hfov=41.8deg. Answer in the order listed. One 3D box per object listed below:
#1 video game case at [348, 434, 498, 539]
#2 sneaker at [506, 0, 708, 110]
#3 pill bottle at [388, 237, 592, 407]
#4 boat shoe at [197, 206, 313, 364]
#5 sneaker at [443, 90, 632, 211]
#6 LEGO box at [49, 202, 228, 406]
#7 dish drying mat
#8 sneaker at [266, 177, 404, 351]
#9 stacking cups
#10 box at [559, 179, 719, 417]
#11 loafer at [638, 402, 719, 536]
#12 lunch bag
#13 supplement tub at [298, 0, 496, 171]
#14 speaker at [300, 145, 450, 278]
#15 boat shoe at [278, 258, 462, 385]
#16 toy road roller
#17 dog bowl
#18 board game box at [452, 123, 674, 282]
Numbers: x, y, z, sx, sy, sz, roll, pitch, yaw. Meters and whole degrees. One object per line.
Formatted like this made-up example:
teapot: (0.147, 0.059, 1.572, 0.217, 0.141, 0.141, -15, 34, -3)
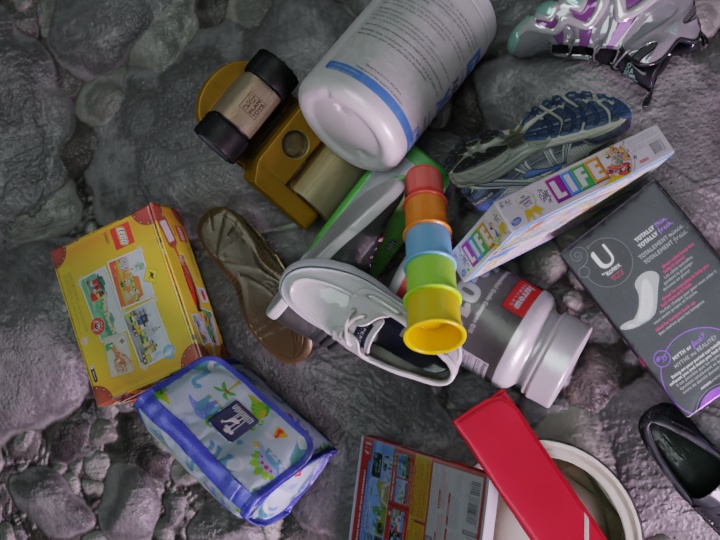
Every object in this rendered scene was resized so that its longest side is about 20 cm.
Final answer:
video game case: (0.061, 0.265, 0.997, 0.199, 0.017, 0.145, 6, 89, 50)
sneaker: (0.263, -0.228, 0.988, 0.198, 0.078, 0.141, -21, 81, 15)
pill bottle: (0.134, 0.051, 0.992, 0.199, 0.114, 0.115, 30, 95, 16)
boat shoe: (-0.112, 0.012, 1.093, 0.074, 0.066, 0.201, -29, 92, 12)
sneaker: (0.194, -0.123, 1.006, 0.198, 0.085, 0.077, -19, 39, 16)
LEGO box: (-0.265, 0.042, 1.131, 0.148, 0.077, 0.202, -22, 81, 14)
dish drying mat: (0.173, 0.214, 0.921, 0.201, 0.076, 0.018, 56, 146, 12)
sneaker: (0.000, 0.000, 0.983, 0.099, 0.071, 0.200, 39, 103, -13)
stacking cups: (0.071, -0.017, 0.928, 0.060, 0.061, 0.201, -11, 51, 16)
box: (0.310, 0.029, 0.944, 0.122, 0.106, 0.201, -38, 78, 12)
loafer: (0.353, 0.219, 0.937, 0.068, 0.070, 0.201, -46, 75, 20)
lunch bag: (-0.137, 0.185, 1.021, 0.170, 0.200, 0.128, 39, 98, 16)
supplement tub: (0.039, -0.216, 0.991, 0.131, 0.132, 0.200, 33, 70, 16)
speaker: (0.012, -0.049, 1.049, 0.088, 0.088, 0.201, 40, 98, 15)
boat shoe: (0.010, 0.051, 0.924, 0.198, 0.065, 0.074, 22, 110, 0)
toy road roller: (-0.097, -0.152, 1.081, 0.200, 0.146, 0.123, 41, 84, -21)
dog bowl: (0.193, 0.274, 0.983, 0.198, 0.074, 0.202, -1, 86, 17)
board game box: (0.194, -0.064, 0.924, 0.199, 0.135, 0.034, -26, 77, -22)
